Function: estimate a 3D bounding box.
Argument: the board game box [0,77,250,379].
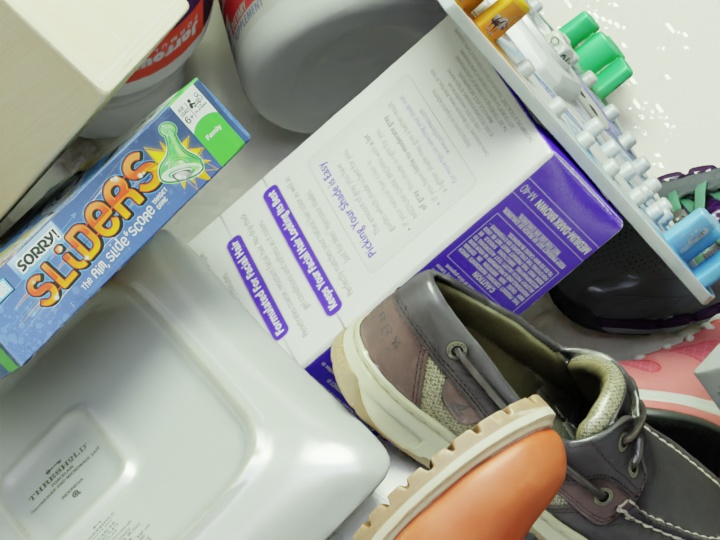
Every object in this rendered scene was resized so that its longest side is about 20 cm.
[{"bbox_3d":[-0.133,0.000,1.153,0.034,0.200,0.135,47,65,-8],"label":"board game box"}]

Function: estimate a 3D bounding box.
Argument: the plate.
[{"bbox_3d":[-0.110,0.090,1.113,0.200,0.032,0.200,-44,43,-3],"label":"plate"}]

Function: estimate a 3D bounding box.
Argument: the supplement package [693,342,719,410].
[{"bbox_3d":[0.270,0.062,1.105,0.152,0.150,0.200,-43,102,-33],"label":"supplement package"}]

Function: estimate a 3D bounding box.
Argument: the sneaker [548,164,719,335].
[{"bbox_3d":[0.177,-0.034,1.249,0.199,0.088,0.075,-16,62,-12],"label":"sneaker"}]

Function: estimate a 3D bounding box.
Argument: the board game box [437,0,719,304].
[{"bbox_3d":[0.076,-0.103,1.193,0.026,0.200,0.200,-37,33,12],"label":"board game box"}]

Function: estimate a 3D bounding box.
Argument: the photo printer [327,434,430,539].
[{"bbox_3d":[-0.019,0.170,1.094,0.200,0.069,0.166,-46,70,-1],"label":"photo printer"}]

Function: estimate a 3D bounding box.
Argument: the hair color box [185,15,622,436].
[{"bbox_3d":[0.000,0.000,1.167,0.200,0.065,0.110,-39,42,9],"label":"hair color box"}]

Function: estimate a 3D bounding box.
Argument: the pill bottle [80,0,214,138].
[{"bbox_3d":[-0.118,-0.146,1.233,0.111,0.200,0.112,1,60,-2],"label":"pill bottle"}]

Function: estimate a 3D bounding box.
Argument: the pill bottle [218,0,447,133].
[{"bbox_3d":[-0.022,-0.174,1.306,0.111,0.113,0.201,-11,60,-9],"label":"pill bottle"}]

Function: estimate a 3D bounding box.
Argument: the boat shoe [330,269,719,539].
[{"bbox_3d":[0.082,0.063,1.113,0.199,0.065,0.072,30,34,-22],"label":"boat shoe"}]

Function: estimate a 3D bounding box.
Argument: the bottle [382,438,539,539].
[{"bbox_3d":[0.079,0.143,1.153,0.200,0.065,0.083,42,60,19],"label":"bottle"}]

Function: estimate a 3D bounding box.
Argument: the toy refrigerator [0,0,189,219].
[{"bbox_3d":[-0.152,-0.074,1.172,0.076,0.200,0.070,43,54,-5],"label":"toy refrigerator"}]

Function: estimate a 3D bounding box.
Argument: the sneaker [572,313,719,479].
[{"bbox_3d":[0.159,0.054,1.217,0.199,0.074,0.087,3,49,-9],"label":"sneaker"}]

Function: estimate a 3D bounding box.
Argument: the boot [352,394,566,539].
[{"bbox_3d":[0.028,0.144,1.019,0.107,0.075,0.200,38,96,17],"label":"boot"}]
